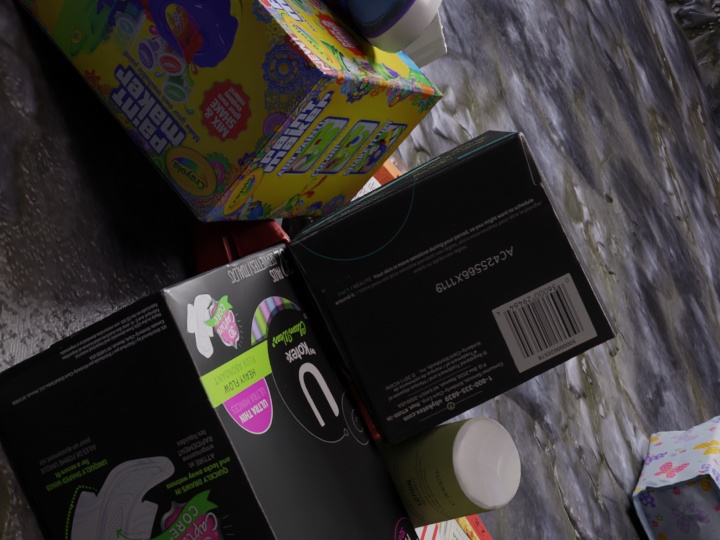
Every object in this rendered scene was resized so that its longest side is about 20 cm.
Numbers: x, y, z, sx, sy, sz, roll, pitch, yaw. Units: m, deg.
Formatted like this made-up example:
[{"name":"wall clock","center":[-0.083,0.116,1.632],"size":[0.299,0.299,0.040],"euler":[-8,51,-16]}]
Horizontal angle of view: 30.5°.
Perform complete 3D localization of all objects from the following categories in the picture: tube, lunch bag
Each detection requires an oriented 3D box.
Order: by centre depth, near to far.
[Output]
[{"name":"tube","center":[0.012,0.131,0.790],"size":[0.051,0.199,0.059],"euler":[22,63,-30]},{"name":"lunch bag","center":[0.409,0.297,1.535],"size":[0.202,0.126,0.169],"euler":[69,25,-9]}]

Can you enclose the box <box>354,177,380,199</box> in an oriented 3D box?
[{"name":"box","center":[0.016,-0.036,1.101],"size":[0.200,0.041,0.039],"euler":[45,64,-34]}]

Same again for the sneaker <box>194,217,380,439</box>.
[{"name":"sneaker","center":[-0.047,0.039,0.917],"size":[0.116,0.078,0.202],"euler":[-56,122,-81]}]

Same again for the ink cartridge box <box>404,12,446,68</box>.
[{"name":"ink cartridge box","center":[0.005,-0.213,1.125],"size":[0.047,0.159,0.202],"euler":[35,38,-46]}]

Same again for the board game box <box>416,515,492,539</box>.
[{"name":"board game box","center":[0.049,0.237,0.930],"size":[0.152,0.046,0.201],"euler":[58,25,-17]}]

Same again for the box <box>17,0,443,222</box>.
[{"name":"box","center":[-0.080,-0.145,0.861],"size":[0.200,0.122,0.192],"euler":[49,21,14]}]

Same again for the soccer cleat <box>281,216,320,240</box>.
[{"name":"soccer cleat","center":[0.000,0.000,1.050],"size":[0.200,0.068,0.073],"euler":[41,9,-36]}]

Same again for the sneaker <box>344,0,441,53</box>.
[{"name":"sneaker","center":[-0.022,-0.242,0.836],"size":[0.146,0.080,0.202],"euler":[29,42,-34]}]

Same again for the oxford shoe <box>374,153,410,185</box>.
[{"name":"oxford shoe","center":[0.035,-0.064,1.162],"size":[0.200,0.071,0.073],"euler":[48,25,-34]}]

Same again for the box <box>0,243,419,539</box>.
[{"name":"box","center":[-0.074,0.110,0.698],"size":[0.202,0.123,0.148],"euler":[66,23,0]}]

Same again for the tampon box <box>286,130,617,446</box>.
[{"name":"tampon box","center":[0.052,0.001,0.816],"size":[0.128,0.148,0.200],"euler":[64,4,-5]}]
